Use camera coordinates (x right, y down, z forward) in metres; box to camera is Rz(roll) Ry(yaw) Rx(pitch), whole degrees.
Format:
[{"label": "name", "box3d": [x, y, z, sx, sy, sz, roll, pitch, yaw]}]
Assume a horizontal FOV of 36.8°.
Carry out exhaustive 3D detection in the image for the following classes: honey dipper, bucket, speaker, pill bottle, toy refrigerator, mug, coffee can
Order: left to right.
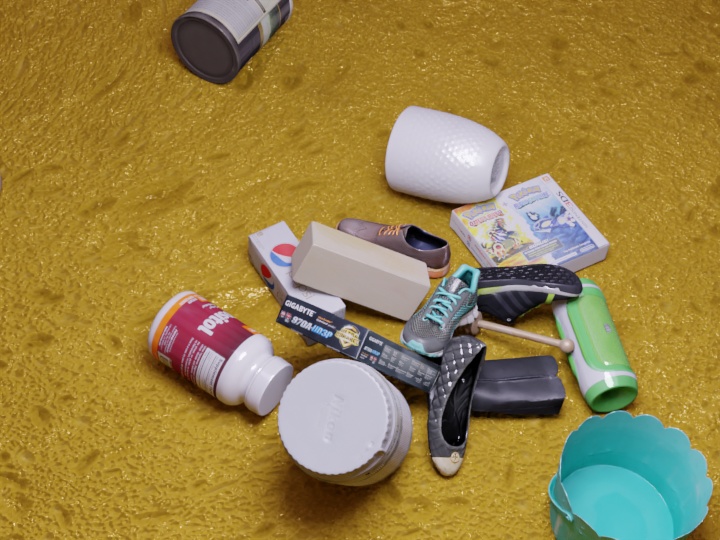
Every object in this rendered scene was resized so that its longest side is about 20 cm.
[{"label": "pill bottle", "box3d": [-0.201, 0.123, 1.573, 0.200, 0.113, 0.113, 30, 55, 19]}, {"label": "coffee can", "box3d": [-0.238, -0.466, 2.024, 0.146, 0.147, 0.200, 24, 54, 15]}, {"label": "toy refrigerator", "box3d": [0.000, 0.000, 1.656, 0.199, 0.076, 0.070, 20, 33, -18]}, {"label": "mug", "box3d": [0.162, -0.186, 1.826, 0.175, 0.148, 0.200, 16, 9, 24]}, {"label": "honey dipper", "box3d": [0.229, 0.093, 1.646, 0.199, 0.038, 0.038, 13, 50, 24]}, {"label": "speaker", "box3d": [0.352, 0.110, 1.639, 0.088, 0.089, 0.200, -6, 52, -9]}, {"label": "bucket", "box3d": [0.351, 0.304, 1.450, 0.206, 0.135, 0.208, 2, 51, -3]}]

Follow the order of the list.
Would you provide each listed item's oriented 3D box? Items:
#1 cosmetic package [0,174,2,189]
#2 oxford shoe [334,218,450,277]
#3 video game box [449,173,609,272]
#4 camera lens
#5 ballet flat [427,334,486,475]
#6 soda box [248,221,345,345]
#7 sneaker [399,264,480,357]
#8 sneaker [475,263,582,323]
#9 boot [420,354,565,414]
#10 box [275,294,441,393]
[{"label": "cosmetic package", "box3d": [-0.647, -0.098, 1.738, 0.103, 0.087, 0.200, 2, 50, -4]}, {"label": "oxford shoe", "box3d": [0.054, -0.055, 1.759, 0.199, 0.073, 0.071, 16, 52, 10]}, {"label": "video game box", "box3d": [0.279, -0.060, 1.797, 0.200, 0.047, 0.182, -22, 53, -20]}, {"label": "camera lens", "box3d": [-0.018, 0.205, 1.447, 0.159, 0.200, 0.161, -2, 77, 10]}, {"label": "ballet flat", "box3d": [0.135, 0.190, 1.517, 0.066, 0.201, 0.057, 6, 2, -41]}, {"label": "soda box", "box3d": [-0.102, 0.018, 1.696, 0.068, 0.064, 0.200, -24, 56, -21]}, {"label": "sneaker", "box3d": [0.120, 0.052, 1.575, 0.077, 0.091, 0.200, 23, 33, 16]}, {"label": "sneaker", "box3d": [0.246, 0.040, 1.676, 0.199, 0.083, 0.072, 1, 25, 23]}, {"label": "boot", "box3d": [0.193, 0.139, 1.615, 0.199, 0.066, 0.165, -4, 60, -3]}, {"label": "box", "box3d": [-0.001, 0.104, 1.530, 0.159, 0.200, 0.046, 22, 85, 40]}]
